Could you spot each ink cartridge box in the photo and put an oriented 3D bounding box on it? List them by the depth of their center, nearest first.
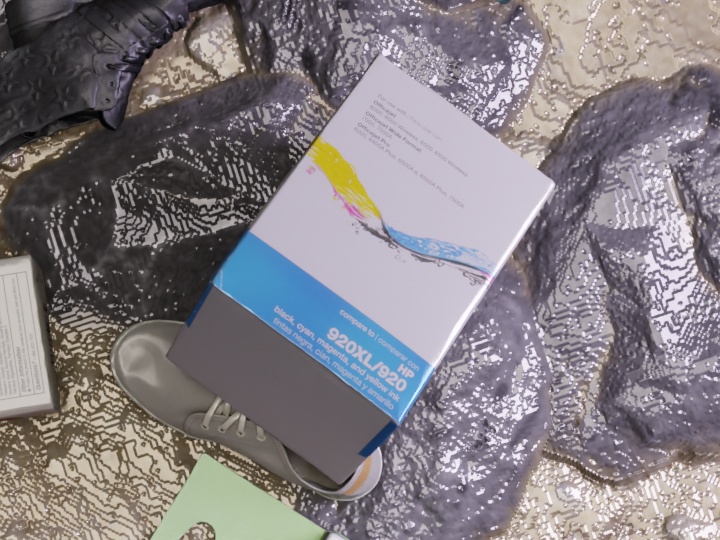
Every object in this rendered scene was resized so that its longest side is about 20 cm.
[{"bbox_3d":[0.000,0.000,1.299,0.144,0.147,0.201,35,64,-1],"label":"ink cartridge box"},{"bbox_3d":[-0.056,0.233,1.350,0.199,0.048,0.146,32,84,-3],"label":"ink cartridge box"}]

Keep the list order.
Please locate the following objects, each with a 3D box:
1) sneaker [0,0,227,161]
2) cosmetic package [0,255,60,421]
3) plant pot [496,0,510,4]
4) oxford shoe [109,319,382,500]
[{"bbox_3d":[-0.166,-0.141,1.374,0.198,0.060,0.105,-11,84,0],"label":"sneaker"},{"bbox_3d":[-0.301,0.058,1.336,0.198,0.071,0.106,-8,84,-5],"label":"cosmetic package"},{"bbox_3d":[0.091,-0.315,1.370,0.140,0.141,0.201,27,76,-1],"label":"plant pot"},{"bbox_3d":[-0.074,0.090,1.357,0.199,0.058,0.076,29,86,1],"label":"oxford shoe"}]
